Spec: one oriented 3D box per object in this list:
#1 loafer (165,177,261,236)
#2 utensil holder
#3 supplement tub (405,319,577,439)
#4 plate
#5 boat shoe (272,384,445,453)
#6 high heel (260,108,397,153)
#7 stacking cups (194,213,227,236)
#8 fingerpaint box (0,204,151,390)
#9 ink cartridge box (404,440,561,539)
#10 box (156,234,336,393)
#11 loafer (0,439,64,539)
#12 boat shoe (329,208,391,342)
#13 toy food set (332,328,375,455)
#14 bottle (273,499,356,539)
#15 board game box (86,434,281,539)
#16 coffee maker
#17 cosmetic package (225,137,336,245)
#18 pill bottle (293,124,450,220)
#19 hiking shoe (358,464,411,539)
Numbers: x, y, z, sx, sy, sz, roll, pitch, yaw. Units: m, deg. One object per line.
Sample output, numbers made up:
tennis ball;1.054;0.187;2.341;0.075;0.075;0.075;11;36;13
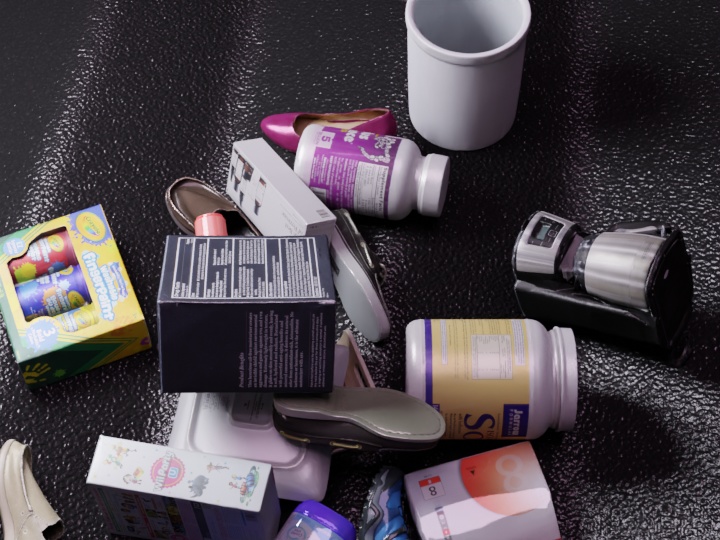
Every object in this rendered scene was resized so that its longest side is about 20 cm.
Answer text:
loafer;-0.186;-0.069;1.834;0.200;0.071;0.073;38;64;24
utensil holder;0.144;-0.289;1.903;0.169;0.200;0.171;0;55;0
supplement tub;0.154;0.131;1.643;0.199;0.146;0.146;0;55;2
plate;-0.125;0.165;1.632;0.199;0.032;0.201;6;66;8
boat shoe;-0.003;0.174;1.571;0.200;0.061;0.072;12;39;6
high heel;-0.045;-0.211;1.915;0.199;0.096;0.068;8;55;7
stacking cups;-0.180;0.025;1.736;0.060;0.061;0.201;-8;75;-4
fingerpaint box;-0.381;0.031;1.767;0.166;0.074;0.201;-19;57;-11
ink cartridge box;0.151;0.308;1.578;0.161;0.050;0.201;-14;53;-8
box;-0.132;0.048;1.593;0.197;0.124;0.200;1;23;-5
loafer;-0.381;0.290;1.591;0.068;0.076;0.201;-10;65;-7
boat shoe;0.000;0.000;1.781;0.063;0.071;0.201;-15;63;-26
toy food set;-0.082;0.162;1.678;0.199;0.061;0.144;-18;57;-11
bottle;-0.084;0.357;1.538;0.083;0.065;0.200;28;60;14
board game box;-0.197;0.260;1.559;0.199;0.148;0.065;8;58;6
coffee maker;0.302;0.027;1.714;0.199;0.193;0.135;12;31;35
cosmetic package;-0.109;-0.087;1.813;0.050;0.083;0.200;-14;43;-31
pill bottle;0.017;-0.129;1.847;0.199;0.113;0.113;10;56;8
hiking shoe;0.038;0.323;1.562;0.086;0.074;0.201;8;67;4
